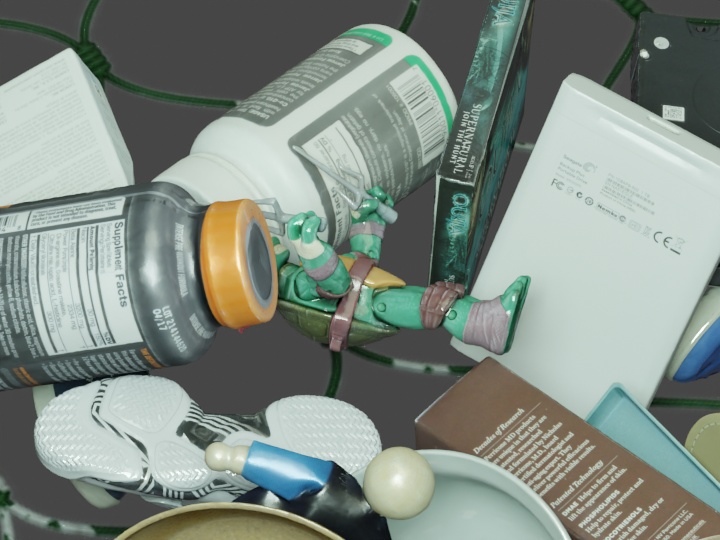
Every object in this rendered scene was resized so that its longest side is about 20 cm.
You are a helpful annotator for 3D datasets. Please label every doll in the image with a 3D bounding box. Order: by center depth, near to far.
[{"bbox_3d":[-0.047,0.149,1.519,0.137,0.199,0.049,57,23,-16],"label":"doll"}]

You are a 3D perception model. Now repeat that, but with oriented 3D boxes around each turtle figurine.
[{"bbox_3d":[0.000,0.000,1.656,0.199,0.101,0.150,17,19,5],"label":"turtle figurine"}]

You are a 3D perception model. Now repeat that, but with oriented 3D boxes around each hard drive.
[{"bbox_3d":[0.149,-0.006,1.705,0.131,0.201,0.027,29,30,11],"label":"hard drive"},{"bbox_3d":[0.243,-0.075,1.782,0.139,0.038,0.201,7,52,-2],"label":"hard drive"}]

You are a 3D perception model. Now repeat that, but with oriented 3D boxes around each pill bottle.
[{"bbox_3d":[-0.149,0.008,1.563,0.199,0.106,0.107,-8,49,14],"label":"pill bottle"},{"bbox_3d":[-0.038,-0.066,1.764,0.113,0.113,0.200,40,54,19],"label":"pill bottle"}]

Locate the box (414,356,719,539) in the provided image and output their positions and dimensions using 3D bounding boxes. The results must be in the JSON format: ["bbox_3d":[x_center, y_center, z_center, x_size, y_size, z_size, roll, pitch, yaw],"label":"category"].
[{"bbox_3d":[0.126,0.149,1.611,0.075,0.100,0.200,-37,55,-27],"label":"box"}]

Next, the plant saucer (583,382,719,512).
[{"bbox_3d":[0.201,0.158,1.645,0.200,0.070,0.019,46,19,24],"label":"plant saucer"}]

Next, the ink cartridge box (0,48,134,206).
[{"bbox_3d":[-0.207,-0.018,1.684,0.160,0.047,0.201,-28,59,5],"label":"ink cartridge box"}]

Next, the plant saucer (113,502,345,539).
[{"bbox_3d":[-0.057,0.204,1.500,0.199,0.201,0.035,19,29,3],"label":"plant saucer"}]

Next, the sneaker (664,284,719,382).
[{"bbox_3d":[0.294,0.039,1.779,0.199,0.077,0.111,-31,70,-25],"label":"sneaker"}]

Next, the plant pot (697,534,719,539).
[{"bbox_3d":[0.200,0.280,1.483,0.199,0.199,0.201,7,51,-9],"label":"plant pot"}]

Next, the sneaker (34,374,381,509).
[{"bbox_3d":[-0.094,0.124,1.594,0.199,0.115,0.075,4,51,-13],"label":"sneaker"}]

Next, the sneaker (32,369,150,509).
[{"bbox_3d":[-0.146,0.047,1.655,0.084,0.075,0.201,-21,52,14],"label":"sneaker"}]

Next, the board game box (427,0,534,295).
[{"bbox_3d":[0.079,-0.083,1.789,0.028,0.136,0.201,12,50,7],"label":"board game box"}]

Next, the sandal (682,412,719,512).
[{"bbox_3d":[0.275,0.175,1.651,0.069,0.078,0.212,-6,54,-54],"label":"sandal"}]

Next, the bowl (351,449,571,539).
[{"bbox_3d":[0.055,0.204,1.553,0.201,0.201,0.090,46,14,23],"label":"bowl"}]
